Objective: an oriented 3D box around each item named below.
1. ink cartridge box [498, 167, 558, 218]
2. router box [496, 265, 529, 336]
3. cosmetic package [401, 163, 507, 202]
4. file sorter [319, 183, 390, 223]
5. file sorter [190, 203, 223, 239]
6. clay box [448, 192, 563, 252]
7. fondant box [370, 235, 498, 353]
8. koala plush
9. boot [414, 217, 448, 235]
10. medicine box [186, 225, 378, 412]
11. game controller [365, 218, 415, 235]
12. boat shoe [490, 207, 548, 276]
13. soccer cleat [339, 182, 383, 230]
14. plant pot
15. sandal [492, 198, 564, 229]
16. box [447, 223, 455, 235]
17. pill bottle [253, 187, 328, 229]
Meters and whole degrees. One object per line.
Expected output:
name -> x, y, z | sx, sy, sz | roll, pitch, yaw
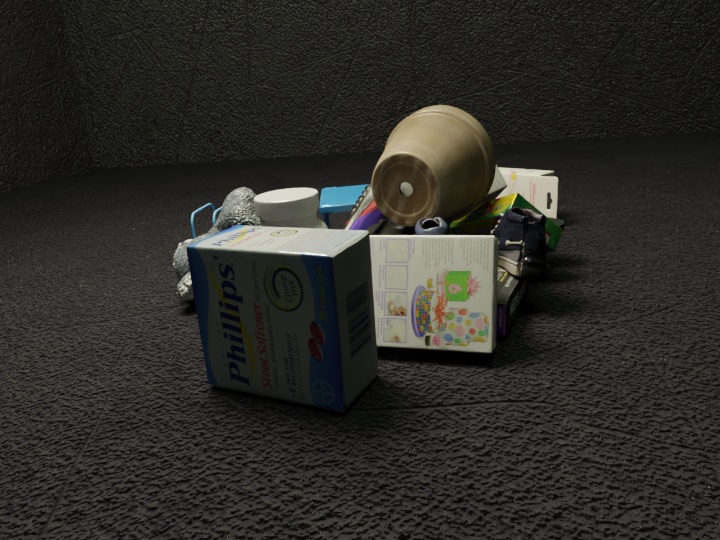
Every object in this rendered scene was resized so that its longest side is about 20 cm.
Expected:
ink cartridge box -> 0.386, -0.176, 1.386 | 0.067, 0.118, 0.199 | -20, 24, -40
router box -> 0.166, 0.034, 0.892 | 0.147, 0.052, 0.200 | 4, 18, 25
cosmetic package -> 0.172, -0.159, 1.152 | 0.198, 0.108, 0.090 | -23, -9, -9
file sorter -> -0.009, -0.100, 1.219 | 0.137, 0.124, 0.200 | -5, 18, -1
file sorter -> -0.237, -0.077, 1.235 | 0.197, 0.124, 0.139 | -2, 18, 8
clay box -> 0.245, -0.070, 1.045 | 0.114, 0.048, 0.200 | 34, -18, -18
fondant box -> 0.079, 0.028, 0.776 | 0.197, 0.146, 0.058 | 1, -2, 19
koala plush -> -0.244, -0.032, 1.047 | 0.198, 0.185, 0.178 | -28, 36, -3
boot -> 0.115, -0.043, 0.902 | 0.072, 0.092, 0.200 | -9, 15, 3
medicine box -> -0.089, 0.049, 0.702 | 0.198, 0.185, 0.103 | 4, 19, 26
game controller -> 0.034, -0.031, 0.963 | 0.103, 0.043, 0.200 | 10, 32, 19
boat shoe -> 0.237, -0.056, 0.928 | 0.074, 0.094, 0.200 | -4, 13, -13
soccer cleat -> -0.006, -0.060, 1.085 | 0.073, 0.201, 0.068 | 31, 12, -10
plant pot -> 0.106, -0.156, 0.966 | 0.198, 0.202, 0.173 | 4, 24, 26
sandal -> 0.286, -0.106, 1.102 | 0.199, 0.049, 0.075 | 14, 30, 41
box -> 0.236, -0.080, 1.206 | 0.197, 0.069, 0.082 | 1, 19, 20
pill bottle -> -0.098, -0.014, 0.870 | 0.114, 0.203, 0.116 | -4, 17, 1
